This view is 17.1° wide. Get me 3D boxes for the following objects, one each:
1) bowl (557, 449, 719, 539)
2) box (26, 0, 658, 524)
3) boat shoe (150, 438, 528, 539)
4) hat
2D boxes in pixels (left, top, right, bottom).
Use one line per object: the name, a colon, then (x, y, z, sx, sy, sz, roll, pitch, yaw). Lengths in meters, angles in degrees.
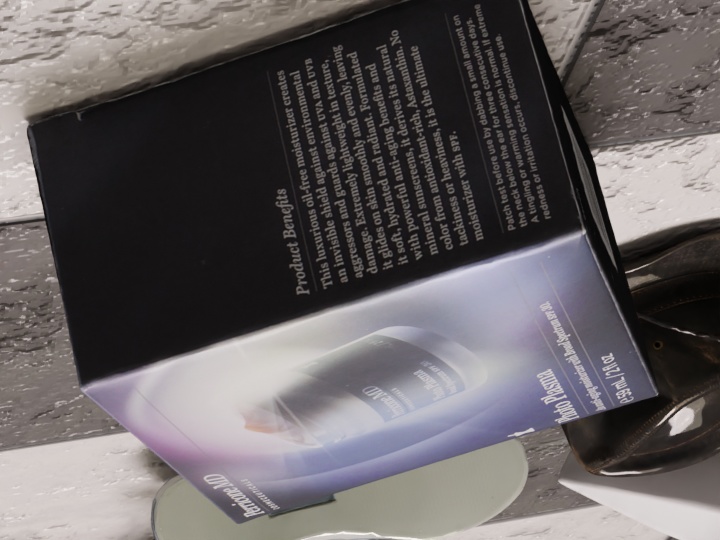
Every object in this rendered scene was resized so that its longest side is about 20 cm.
bowl: (0.234, 0.121, 1.343, 0.200, 0.075, 0.200, 12, 170, 38)
box: (0.000, 0.000, 0.964, 0.198, 0.124, 0.200, -17, 156, 9)
boat shoe: (-0.013, 0.110, 1.277, 0.200, 0.070, 0.072, -10, -172, -3)
hat: (0.151, 0.058, 1.224, 0.200, 0.081, 0.201, -12, 157, -5)
